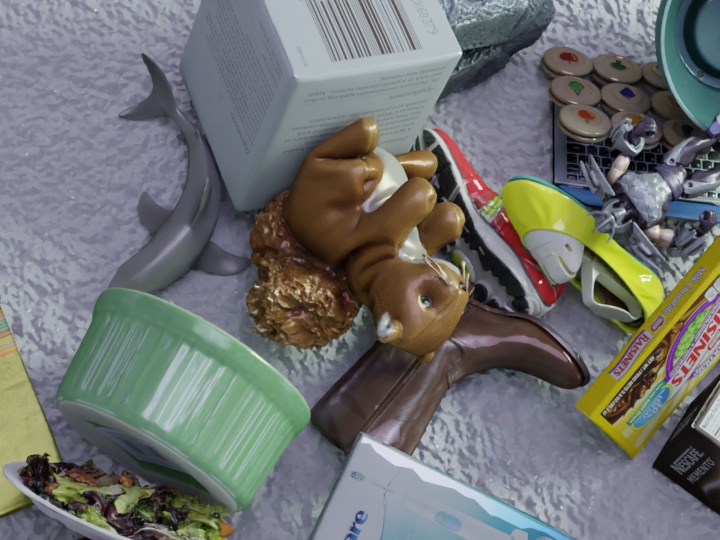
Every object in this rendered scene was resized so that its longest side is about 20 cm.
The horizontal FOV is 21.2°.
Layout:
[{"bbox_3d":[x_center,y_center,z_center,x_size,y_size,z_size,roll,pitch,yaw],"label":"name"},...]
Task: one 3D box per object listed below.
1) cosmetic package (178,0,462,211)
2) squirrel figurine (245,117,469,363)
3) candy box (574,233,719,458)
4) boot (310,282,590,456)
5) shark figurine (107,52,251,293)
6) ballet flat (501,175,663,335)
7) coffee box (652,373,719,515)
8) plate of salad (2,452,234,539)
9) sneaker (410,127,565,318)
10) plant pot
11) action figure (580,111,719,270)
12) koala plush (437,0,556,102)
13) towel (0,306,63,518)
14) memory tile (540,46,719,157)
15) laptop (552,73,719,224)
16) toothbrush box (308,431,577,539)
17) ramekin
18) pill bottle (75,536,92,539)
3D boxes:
[{"bbox_3d":[-0.040,-0.182,1.669,0.163,0.200,0.166,-11,63,-27],"label":"cosmetic package"},{"bbox_3d":[0.000,0.000,1.640,0.199,0.141,0.188,-29,69,12],"label":"squirrel figurine"},{"bbox_3d":[0.276,0.065,1.661,0.200,0.102,0.026,-50,52,1],"label":"candy box"},{"bbox_3d":[0.076,0.112,1.657,0.185,0.064,0.200,29,60,17],"label":"boot"},{"bbox_3d":[-0.150,-0.079,1.684,0.127,0.090,0.217,6,67,-11],"label":"shark figurine"},{"bbox_3d":[0.197,-0.007,1.697,0.199,0.067,0.068,36,54,-30],"label":"ballet flat"},{"bbox_3d":[0.367,0.183,1.661,0.199,0.115,0.080,36,65,6],"label":"coffee box"},{"bbox_3d":[-0.183,0.181,1.505,0.198,0.200,0.048,22,92,-1],"label":"plate of salad"},{"bbox_3d":[0.113,-0.044,1.742,0.085,0.077,0.201,-24,77,-40],"label":"sneaker"},{"bbox_3d":[0.357,-0.217,1.761,0.198,0.134,0.203,-1,100,-4],"label":"plant pot"},{"bbox_3d":[0.276,-0.084,1.655,0.199,0.069,0.131,-31,89,-16],"label":"action figure"},{"bbox_3d":[0.064,-0.279,1.780,0.183,0.178,0.201,-22,72,-32],"label":"koala plush"},{"bbox_3d":[-0.316,0.108,1.606,0.085,0.018,0.201,-21,73,-14],"label":"towel"},{"bbox_3d":[0.273,-0.158,1.807,0.198,0.017,0.154,7,37,-10],"label":"memory tile"},{"bbox_3d":[0.281,-0.113,1.772,0.185,0.116,0.202,7,65,-9],"label":"laptop"},{"bbox_3d":[0.056,0.240,1.561,0.199,0.085,0.147,25,87,-1],"label":"toothbrush box"},{"bbox_3d":[-0.148,0.110,1.543,0.199,0.200,0.098,30,71,2],"label":"ramekin"},{"bbox_3d":[-0.200,0.263,1.446,0.111,0.200,0.113,0,87,-4],"label":"pill bottle"}]
